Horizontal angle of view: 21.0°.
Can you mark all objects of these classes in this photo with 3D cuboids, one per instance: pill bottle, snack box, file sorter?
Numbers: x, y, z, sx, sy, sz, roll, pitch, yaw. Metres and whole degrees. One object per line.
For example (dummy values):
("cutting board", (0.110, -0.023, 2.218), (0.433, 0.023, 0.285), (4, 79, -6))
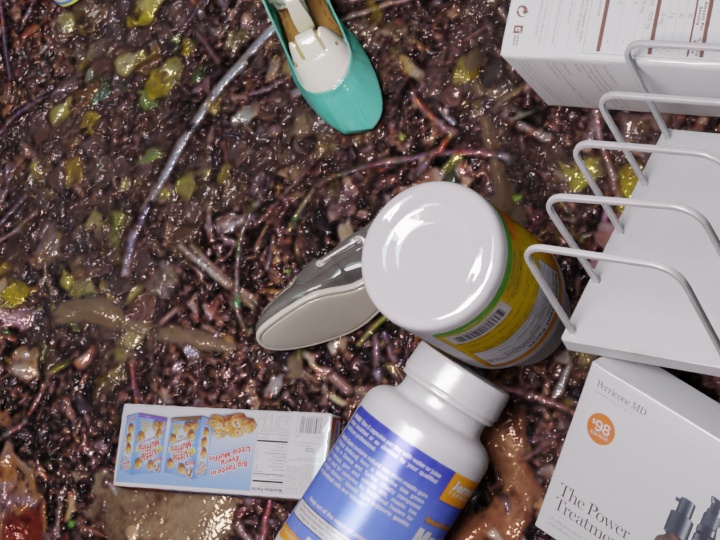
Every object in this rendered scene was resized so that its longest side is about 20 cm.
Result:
("pill bottle", (0.089, 0.012, 1.458), (0.111, 0.200, 0.111), (-7, 73, 23))
("pill bottle", (0.029, 0.159, 1.497), (0.112, 0.112, 0.200), (34, 92, 29))
("snack box", (-0.113, 0.151, 1.616), (0.199, 0.024, 0.072), (1, 77, 25))
("file sorter", (0.222, -0.048, 1.376), (0.139, 0.125, 0.200), (9, 60, 38))

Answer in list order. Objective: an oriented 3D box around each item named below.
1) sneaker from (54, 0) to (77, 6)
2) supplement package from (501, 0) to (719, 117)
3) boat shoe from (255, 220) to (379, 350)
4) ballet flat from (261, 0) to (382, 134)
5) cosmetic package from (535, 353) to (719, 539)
("sneaker", (-0.327, -0.328, 1.815), (0.200, 0.082, 0.074), (40, 96, 30))
("supplement package", (0.228, -0.193, 1.494), (0.200, 0.117, 0.118), (7, 77, 26))
("boat shoe", (0.000, 0.000, 1.586), (0.200, 0.067, 0.057), (-29, 50, 11))
("ballet flat", (-0.045, -0.203, 1.654), (0.067, 0.070, 0.200), (-32, 65, 14))
("cosmetic package", (0.235, 0.169, 1.394), (0.200, 0.052, 0.151), (32, 120, 29))
